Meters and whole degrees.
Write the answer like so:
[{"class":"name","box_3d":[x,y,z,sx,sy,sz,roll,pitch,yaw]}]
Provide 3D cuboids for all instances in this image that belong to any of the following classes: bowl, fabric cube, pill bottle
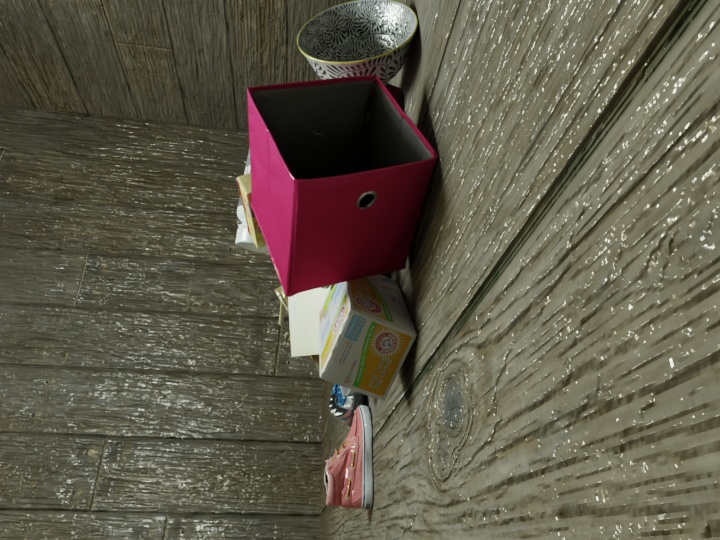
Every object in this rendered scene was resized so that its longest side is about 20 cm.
[{"class":"bowl","box_3d":[0.000,-0.355,0.891,0.095,0.195,0.204,78,-172,-49]},{"class":"fabric cube","box_3d":[-0.039,-0.119,0.741,0.202,0.192,0.202,103,147,-46]},{"class":"pill bottle","box_3d":[-0.169,-0.140,1.007,0.113,0.110,0.205,130,149,-79]}]

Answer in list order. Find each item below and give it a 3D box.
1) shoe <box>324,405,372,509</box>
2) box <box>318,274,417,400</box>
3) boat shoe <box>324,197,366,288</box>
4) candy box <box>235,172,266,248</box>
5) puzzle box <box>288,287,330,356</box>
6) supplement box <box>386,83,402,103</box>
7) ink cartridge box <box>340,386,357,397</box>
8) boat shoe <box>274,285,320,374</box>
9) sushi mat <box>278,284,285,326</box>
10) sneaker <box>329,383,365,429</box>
[{"class":"shoe","box_3d":[-0.025,0.358,1.052,0.072,0.089,0.203,102,170,-50]},{"class":"box","box_3d":[0.003,0.080,0.799,0.201,0.099,0.114,-102,35,-69]},{"class":"boat shoe","box_3d":[-0.049,-0.074,0.894,0.203,0.089,0.071,-61,-6,-25]},{"class":"candy box","box_3d":[-0.100,-0.127,0.910,0.056,0.197,0.117,52,155,37]},{"class":"puzzle box","box_3d":[-0.078,0.048,0.964,0.131,0.025,0.205,-12,79,41]},{"class":"supplement box","box_3d":[-0.002,-0.231,0.994,0.202,0.101,0.132,103,-170,-53]},{"class":"ink cartridge box","box_3d":[-0.025,0.149,1.100,0.200,0.075,0.140,-130,25,-79]},{"class":"boat shoe","box_3d":[-0.110,0.119,1.035,0.072,0.075,0.204,100,149,-73]},{"class":"sushi mat","box_3d":[-0.155,0.009,1.118,0.097,0.012,0.204,-86,4,-56]},{"class":"sneaker","box_3d":[-0.020,0.262,1.202,0.202,0.073,0.088,-77,-34,-47]}]
